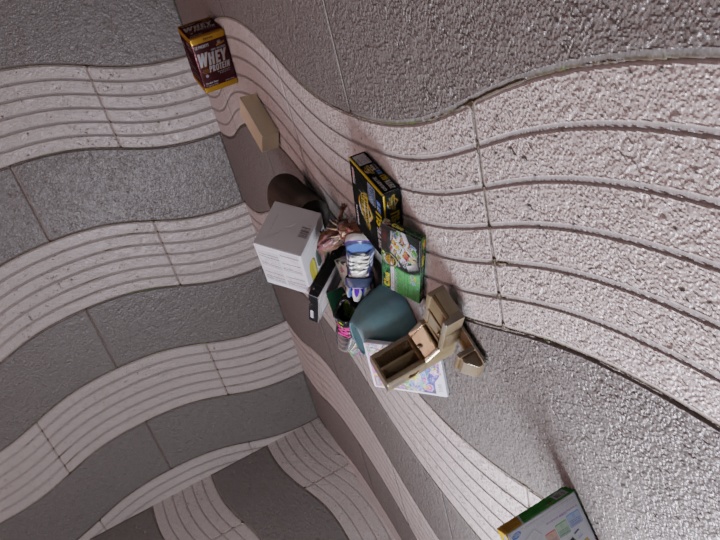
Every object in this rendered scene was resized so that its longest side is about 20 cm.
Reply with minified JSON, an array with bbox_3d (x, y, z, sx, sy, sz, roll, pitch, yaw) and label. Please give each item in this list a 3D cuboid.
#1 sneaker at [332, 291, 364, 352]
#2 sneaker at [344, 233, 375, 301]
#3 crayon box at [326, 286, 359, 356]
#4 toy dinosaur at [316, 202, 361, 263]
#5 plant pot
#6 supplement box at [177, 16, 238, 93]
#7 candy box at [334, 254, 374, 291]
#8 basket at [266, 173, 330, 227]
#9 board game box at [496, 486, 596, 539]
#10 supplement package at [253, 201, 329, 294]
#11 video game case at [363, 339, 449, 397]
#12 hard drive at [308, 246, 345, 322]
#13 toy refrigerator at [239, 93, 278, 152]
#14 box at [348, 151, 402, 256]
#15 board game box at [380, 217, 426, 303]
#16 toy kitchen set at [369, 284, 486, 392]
[{"bbox_3d":[-0.040,0.138,1.655,0.073,0.087,0.203,22,116,20],"label":"sneaker"},{"bbox_3d":[0.000,0.000,1.537,0.200,0.079,0.149,95,175,-75],"label":"sneaker"},{"bbox_3d":[-0.037,0.158,1.833,0.200,0.057,0.175,63,-174,-75],"label":"crayon box"},{"bbox_3d":[-0.070,-0.088,1.611,0.086,0.200,0.136,42,-152,-8],"label":"toy dinosaur"},{"bbox_3d":[0.049,0.146,1.567,0.201,0.133,0.202,57,161,30],"label":"plant pot"},{"bbox_3d":[-0.573,-0.810,2.287,0.198,0.131,0.202,50,158,46],"label":"supplement box"},{"bbox_3d":[0.000,0.056,1.738,0.203,0.060,0.136,69,167,-12],"label":"candy box"},{"bbox_3d":[-0.184,-0.192,1.884,0.200,0.135,0.182,38,162,52],"label":"basket"},{"bbox_3d":[0.346,0.508,1.056,0.203,0.151,0.040,66,166,3],"label":"board game box"},{"bbox_3d":[-0.191,-0.062,1.740,0.148,0.154,0.201,15,150,15],"label":"supplement package"},{"bbox_3d":[0.110,0.236,1.479,0.197,0.018,0.145,3,124,27],"label":"video game case"},{"bbox_3d":[-0.098,0.039,1.826,0.037,0.202,0.141,19,145,10],"label":"hard drive"},{"bbox_3d":[-0.344,-0.507,2.082,0.201,0.069,0.076,58,156,27],"label":"toy refrigerator"},{"bbox_3d":[0.037,-0.138,1.362,0.160,0.049,0.202,51,158,40],"label":"box"},{"bbox_3d":[0.091,-0.017,1.317,0.104,0.024,0.202,25,145,22],"label":"board game box"},{"bbox_3d":[0.134,0.175,1.235,0.164,0.178,0.201,57,166,25],"label":"toy kitchen set"}]
